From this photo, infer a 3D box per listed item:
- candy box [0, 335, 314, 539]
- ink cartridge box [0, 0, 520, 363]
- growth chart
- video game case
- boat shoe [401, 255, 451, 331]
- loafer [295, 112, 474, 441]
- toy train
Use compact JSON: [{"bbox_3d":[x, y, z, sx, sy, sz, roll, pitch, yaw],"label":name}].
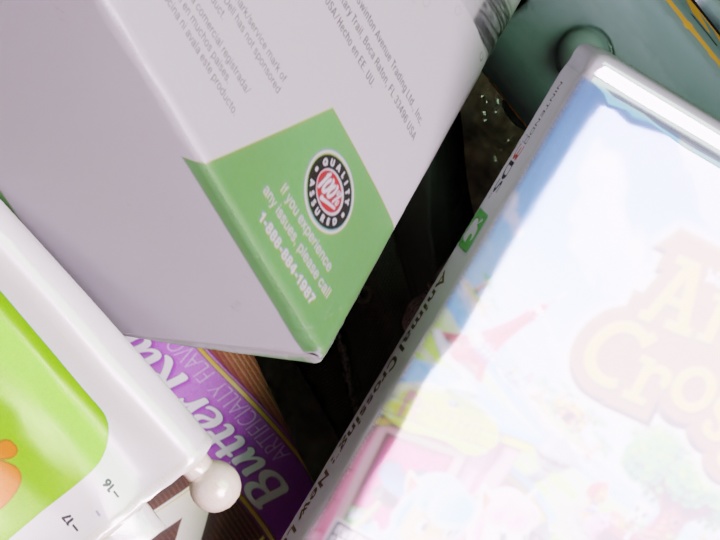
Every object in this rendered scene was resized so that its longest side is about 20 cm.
[{"bbox_3d":[-0.095,0.023,0.810,0.117,0.056,0.201,-33,103,-40],"label":"candy box"},{"bbox_3d":[-0.026,-0.101,0.776,0.200,0.084,0.146,-61,139,-31],"label":"ink cartridge box"},{"bbox_3d":[-0.127,0.079,0.745,0.145,0.018,0.200,40,81,-16],"label":"growth chart"},{"bbox_3d":[0.095,0.065,0.803,0.199,0.022,0.183,29,97,-17],"label":"video game case"},{"bbox_3d":[0.085,0.061,0.874,0.059,0.072,0.200,-38,122,1],"label":"boat shoe"},{"bbox_3d":[0.000,0.000,0.902,0.073,0.071,0.201,-34,119,-74],"label":"loafer"},{"bbox_3d":[0.100,-0.033,0.882,0.200,0.085,0.114,54,12,11],"label":"toy train"}]
